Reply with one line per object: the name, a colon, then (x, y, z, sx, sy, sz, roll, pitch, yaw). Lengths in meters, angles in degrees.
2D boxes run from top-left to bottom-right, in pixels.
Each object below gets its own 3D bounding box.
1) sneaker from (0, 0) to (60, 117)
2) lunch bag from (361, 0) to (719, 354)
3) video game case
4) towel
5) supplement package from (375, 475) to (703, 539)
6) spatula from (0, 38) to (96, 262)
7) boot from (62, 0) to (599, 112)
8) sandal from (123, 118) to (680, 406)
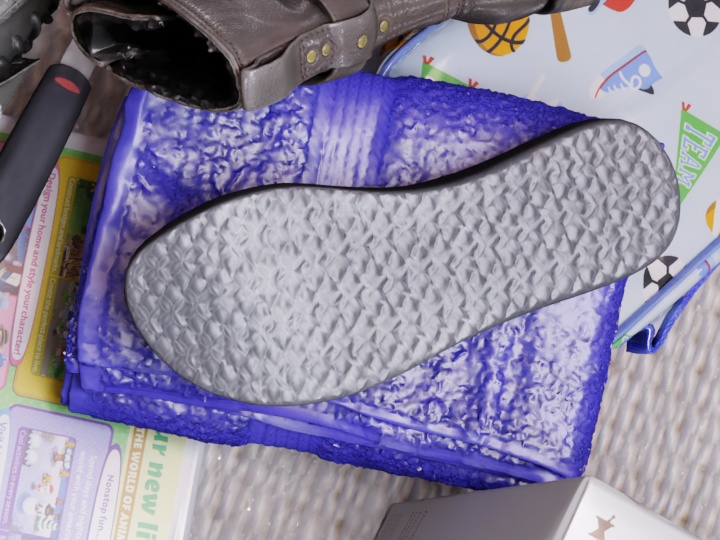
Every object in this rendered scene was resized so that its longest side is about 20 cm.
sneaker: (-0.143, -0.088, 1.028, 0.200, 0.066, 0.091, -27, 86, -23)
lunch bag: (0.092, -0.057, 1.114, 0.200, 0.076, 0.160, -39, 98, -20)
video game case: (-0.143, 0.041, 1.049, 0.181, 0.022, 0.201, 13, 78, -16)
towel: (0.000, 0.000, 1.029, 0.199, 0.050, 0.148, 12, 94, -4)
supplement package: (0.067, 0.156, 1.009, 0.121, 0.200, 0.120, 30, 74, -12)
spatula: (-0.104, -0.084, 1.067, 0.056, 0.021, 0.200, 30, 59, -11)
boot: (-0.027, -0.113, 1.013, 0.174, 0.200, 0.070, -20, 115, -25)
sandal: (0.015, -0.001, 0.995, 0.199, 0.043, 0.076, -12, 97, -14)
